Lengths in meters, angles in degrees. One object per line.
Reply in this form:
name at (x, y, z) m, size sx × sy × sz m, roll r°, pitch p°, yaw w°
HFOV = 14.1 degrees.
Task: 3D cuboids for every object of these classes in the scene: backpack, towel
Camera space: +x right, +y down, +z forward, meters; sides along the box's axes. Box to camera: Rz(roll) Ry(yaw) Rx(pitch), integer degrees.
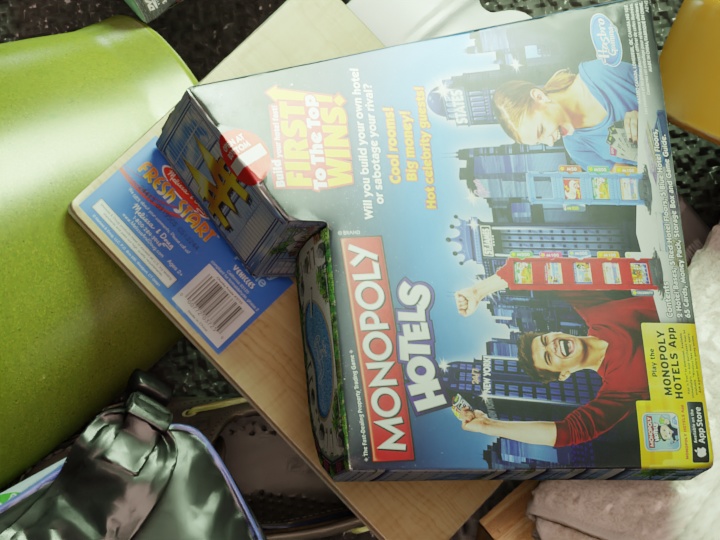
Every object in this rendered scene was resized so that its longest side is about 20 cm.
backpack at (-0.118, 0.173, 1.155) m, size 0.190 × 0.154 × 0.201 m, roll -23°, pitch 73°, yaw -19°
towel at (0.166, 0.054, 1.165) m, size 0.132 × 0.035 × 0.200 m, roll 25°, pitch 70°, yaw 27°

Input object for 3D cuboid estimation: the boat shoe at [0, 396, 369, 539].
boat shoe at (-0.060, 0.088, 1.268) m, size 0.200 × 0.060 × 0.073 m, roll -5°, pitch 86°, yaw -7°

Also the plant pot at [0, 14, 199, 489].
plant pot at (-0.152, -0.011, 1.211) m, size 0.192 × 0.200 × 0.201 m, roll -28°, pitch 89°, yaw -19°

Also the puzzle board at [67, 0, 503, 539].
puzzle board at (0.000, 0.000, 1.174) m, size 0.200 × 0.017 × 0.151 m, roll 46°, pitch 66°, yaw -1°

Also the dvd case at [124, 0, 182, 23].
dvd case at (-0.042, -0.197, 1.264) m, size 0.200 × 0.146 × 0.022 m, roll -34°, pitch 132°, yaw -7°

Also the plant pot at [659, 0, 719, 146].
plant pot at (0.243, -0.119, 1.222) m, size 0.199 × 0.200 × 0.184 m, roll 20°, pitch 98°, yaw -5°

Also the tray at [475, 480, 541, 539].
tray at (0.136, 0.064, 1.271) m, size 0.200 × 0.099 × 0.037 m, roll -41°, pitch 80°, yaw -8°

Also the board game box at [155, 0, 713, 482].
board game box at (0.025, -0.010, 1.137) m, size 0.199 × 0.062 × 0.201 m, roll 1°, pitch 69°, yaw -17°

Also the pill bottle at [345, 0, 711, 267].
pill bottle at (0.061, -0.039, 1.265) m, size 0.114 × 0.114 × 0.200 m, roll -40°, pitch 91°, yaw -8°
